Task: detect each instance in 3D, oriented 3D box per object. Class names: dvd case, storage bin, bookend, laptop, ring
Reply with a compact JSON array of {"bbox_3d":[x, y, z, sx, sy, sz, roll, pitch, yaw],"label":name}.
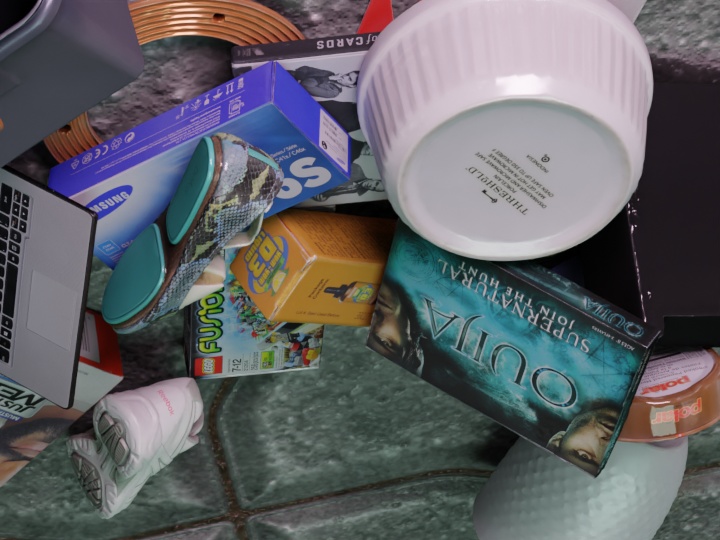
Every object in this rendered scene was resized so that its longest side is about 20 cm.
[{"bbox_3d":[0.018,-0.107,1.461,0.200,0.025,0.150,-6,139,3],"label":"dvd case"},{"bbox_3d":[-0.238,-0.135,1.326,0.200,0.146,0.134,-31,149,21],"label":"storage bin"},{"bbox_3d":[0.268,-0.031,1.532,0.200,0.199,0.092,-1,160,-17],"label":"bookend"},{"bbox_3d":[-0.306,0.015,1.468,0.200,0.116,0.187,27,131,16],"label":"laptop"},{"bbox_3d":[-0.127,-0.123,1.458,0.200,0.019,0.201,-8,142,-6],"label":"ring"}]

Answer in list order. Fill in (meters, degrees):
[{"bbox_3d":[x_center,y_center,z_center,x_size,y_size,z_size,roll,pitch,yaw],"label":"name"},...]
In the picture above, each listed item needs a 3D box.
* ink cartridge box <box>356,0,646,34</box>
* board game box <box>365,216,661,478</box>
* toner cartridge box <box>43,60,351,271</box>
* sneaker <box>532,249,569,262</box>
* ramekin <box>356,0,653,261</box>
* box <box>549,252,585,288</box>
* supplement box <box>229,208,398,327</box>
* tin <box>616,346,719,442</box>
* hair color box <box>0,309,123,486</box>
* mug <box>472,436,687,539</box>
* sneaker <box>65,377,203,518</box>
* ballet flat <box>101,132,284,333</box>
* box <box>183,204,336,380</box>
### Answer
[{"bbox_3d":[0.095,-0.172,1.444,0.176,0.045,0.200,3,139,-21],"label":"ink cartridge box"},{"bbox_3d":[0.104,0.049,1.482,0.200,0.028,0.135,29,133,17],"label":"board game box"},{"bbox_3d":[-0.114,-0.067,1.453,0.200,0.043,0.095,-23,134,26],"label":"toner cartridge box"},{"bbox_3d":[0.114,-0.048,1.572,0.200,0.084,0.074,-7,165,-41],"label":"sneaker"},{"bbox_3d":[0.100,-0.092,1.393,0.202,0.094,0.203,-2,138,-2],"label":"ramekin"},{"bbox_3d":[0.155,0.018,1.658,0.200,0.032,0.121,-29,174,20],"label":"box"},{"bbox_3d":[0.000,0.000,1.559,0.200,0.069,0.067,4,129,-50],"label":"supplement box"},{"bbox_3d":[0.203,0.071,1.570,0.112,0.200,0.042,-17,112,-8],"label":"tin"},{"bbox_3d":[-0.292,0.101,1.646,0.111,0.064,0.200,23,130,-37],"label":"hair color box"},{"bbox_3d":[0.219,0.178,1.850,0.200,0.148,0.175,-17,147,-50],"label":"mug"},{"bbox_3d":[-0.176,0.143,1.710,0.099,0.078,0.200,-23,170,-28],"label":"sneaker"},{"bbox_3d":[-0.112,-0.016,1.431,0.074,0.074,0.200,10,143,-27],"label":"ballet flat"},{"bbox_3d":[-0.081,0.008,1.618,0.110,0.035,0.200,-6,141,-10],"label":"box"}]
